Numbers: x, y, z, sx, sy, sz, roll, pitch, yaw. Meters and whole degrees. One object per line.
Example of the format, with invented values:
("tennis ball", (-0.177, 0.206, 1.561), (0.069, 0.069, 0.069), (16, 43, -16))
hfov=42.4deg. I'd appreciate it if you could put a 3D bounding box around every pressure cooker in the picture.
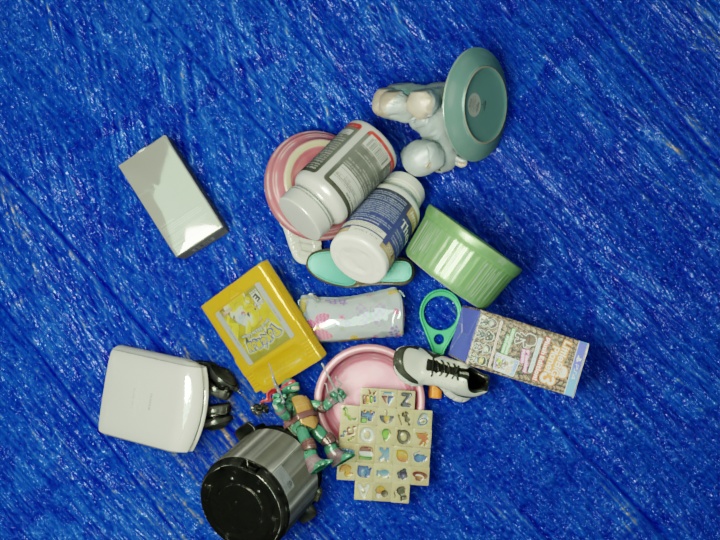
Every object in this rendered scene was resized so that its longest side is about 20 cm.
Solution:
("pressure cooker", (-0.162, 0.372, 1.630), (0.177, 0.200, 0.177), (9, 110, 21))

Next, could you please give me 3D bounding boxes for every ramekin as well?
("ramekin", (0.175, -0.020, 1.632), (0.199, 0.200, 0.098), (35, 97, 0))

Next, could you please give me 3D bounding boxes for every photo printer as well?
("photo printer", (-0.363, 0.232, 1.655), (0.199, 0.069, 0.168), (10, 90, 23))

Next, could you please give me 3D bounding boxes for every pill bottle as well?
("pill bottle", (0.038, -0.082, 1.635), (0.111, 0.111, 0.200), (34, 54, 0))
("pill bottle", (-0.040, -0.153, 1.591), (0.114, 0.114, 0.200), (43, 70, 0))

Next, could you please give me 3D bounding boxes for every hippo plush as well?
("hippo plush", (0.112, -0.255, 1.677), (0.159, 0.199, 0.162), (10, 114, 41))

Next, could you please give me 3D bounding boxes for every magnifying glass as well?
("magnifying glass", (0.144, 0.135, 1.716), (0.079, 0.022, 0.202), (4, 88, -1))

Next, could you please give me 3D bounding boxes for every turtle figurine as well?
("turtle figurine", (-0.091, 0.248, 1.613), (0.149, 0.101, 0.201), (-14, 69, -37))

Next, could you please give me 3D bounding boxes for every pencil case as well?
("pencil case", (-0.017, 0.083, 1.683), (0.198, 0.083, 0.091), (-4, 77, 0))

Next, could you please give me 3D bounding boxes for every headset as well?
("headset", (-0.262, 0.233, 1.675), (0.198, 0.094, 0.125), (10, 90, 11))

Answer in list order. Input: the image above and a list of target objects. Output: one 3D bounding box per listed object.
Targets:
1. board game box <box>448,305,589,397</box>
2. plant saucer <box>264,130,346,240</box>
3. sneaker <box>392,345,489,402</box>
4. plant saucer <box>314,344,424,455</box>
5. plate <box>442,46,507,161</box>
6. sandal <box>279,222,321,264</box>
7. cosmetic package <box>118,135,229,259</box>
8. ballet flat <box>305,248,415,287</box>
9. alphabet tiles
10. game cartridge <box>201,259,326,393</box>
("board game box", (0.274, 0.140, 1.637), (0.199, 0.159, 0.098), (17, 89, -6))
("plant saucer", (-0.072, -0.156, 1.668), (0.199, 0.051, 0.202), (3, 83, -21))
("sneaker", (0.145, 0.176, 1.645), (0.199, 0.080, 0.074), (21, 66, -30))
("plant saucer", (0.016, 0.234, 1.690), (0.199, 0.051, 0.202), (0, 90, 0))
("plate", (0.214, -0.294, 1.646), (0.025, 0.199, 0.202), (11, 89, 40))
("sandal", (-0.121, -0.110, 1.697), (0.082, 0.050, 0.204), (-5, 86, -24))
("cosmetic package", (-0.337, -0.132, 1.684), (0.106, 0.090, 0.201), (-31, 87, 0))
("ballet flat", (0.000, 0.000, 1.690), (0.198, 0.068, 0.069), (7, 91, -1))
("alphabet tiles", (0.043, 0.312, 1.655), (0.165, 0.006, 0.202), (3, 90, -1))
("game cartridge", (-0.176, 0.107, 1.664), (0.176, 0.032, 0.201), (-34, 88, 33))
